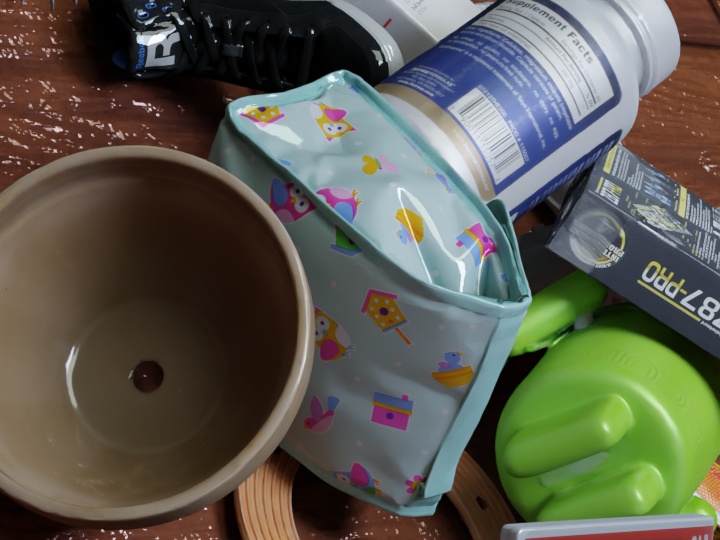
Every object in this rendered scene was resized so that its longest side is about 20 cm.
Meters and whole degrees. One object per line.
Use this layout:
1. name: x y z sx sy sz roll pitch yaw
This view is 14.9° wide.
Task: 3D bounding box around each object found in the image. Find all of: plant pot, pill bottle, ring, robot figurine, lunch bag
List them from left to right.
1. plant pot: -0.119 0.044 1.435 0.201 0.093 0.201 -2 70 5
2. lunch bag: -0.001 0.017 1.499 0.200 0.170 0.122 42 39 23
3. ring: 0.012 0.153 1.543 0.200 0.019 0.201 24 42 -24
4. pill bottle: 0.090 -0.098 1.603 0.200 0.111 0.111 -36 82 -28
5. robot figurine: 0.148 0.088 1.582 0.176 0.116 0.200 62 26 -7

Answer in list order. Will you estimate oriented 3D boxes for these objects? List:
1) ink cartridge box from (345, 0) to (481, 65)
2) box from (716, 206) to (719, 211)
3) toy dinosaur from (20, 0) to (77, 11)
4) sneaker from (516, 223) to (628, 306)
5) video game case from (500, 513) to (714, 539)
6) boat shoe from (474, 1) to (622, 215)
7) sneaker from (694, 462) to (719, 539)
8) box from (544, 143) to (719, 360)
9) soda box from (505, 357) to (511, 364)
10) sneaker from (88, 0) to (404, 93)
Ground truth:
1. ink cartridge box: 0.032 -0.118 1.724 0.200 0.117 0.067 43 38 -2
2. box: 0.301 0.034 1.809 0.200 0.082 0.068 45 32 -32
3. toy dinosaur: -0.206 -0.230 1.617 0.181 0.105 0.200 -5 76 -34
4. sneaker: 0.152 0.016 1.750 0.200 0.076 0.081 -1 66 -40
5. video game case: 0.128 0.233 1.471 0.143 0.017 0.200 1 94 -37
6. boat shoe: 0.109 -0.099 1.815 0.066 0.072 0.200 -7 60 -39
7. sneaker: 0.243 0.174 1.680 0.200 0.073 0.077 50 42 7
8. box: 0.194 -0.006 1.632 0.161 0.049 0.200 35 14 -1
9. soda box: 0.000 0.000 1.629 0.200 0.068 0.064 43 39 -1
10. sneaker: -0.081 -0.129 1.636 0.200 0.073 0.112 24 31 34
